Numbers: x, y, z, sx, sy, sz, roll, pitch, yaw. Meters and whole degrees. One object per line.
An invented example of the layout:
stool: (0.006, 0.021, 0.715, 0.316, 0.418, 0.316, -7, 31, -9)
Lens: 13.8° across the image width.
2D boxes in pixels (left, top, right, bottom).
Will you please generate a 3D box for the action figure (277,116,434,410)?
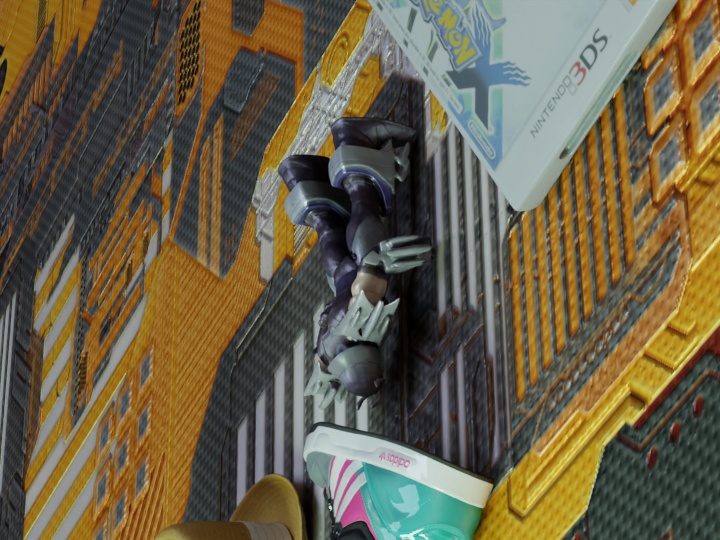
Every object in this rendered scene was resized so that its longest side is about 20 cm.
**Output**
action figure: (0.000, 0.000, 1.832, 0.130, 0.069, 0.201, -48, 36, 42)

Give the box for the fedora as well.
fedora: (-0.099, 0.217, 1.933, 0.201, 0.081, 0.202, -166, 90, -72)

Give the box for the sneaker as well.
sneaker: (0.004, 0.158, 1.687, 0.121, 0.083, 0.200, -68, 19, -6)

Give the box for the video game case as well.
video game case: (0.076, -0.164, 1.631, 0.200, 0.022, 0.183, 56, 139, 23)
